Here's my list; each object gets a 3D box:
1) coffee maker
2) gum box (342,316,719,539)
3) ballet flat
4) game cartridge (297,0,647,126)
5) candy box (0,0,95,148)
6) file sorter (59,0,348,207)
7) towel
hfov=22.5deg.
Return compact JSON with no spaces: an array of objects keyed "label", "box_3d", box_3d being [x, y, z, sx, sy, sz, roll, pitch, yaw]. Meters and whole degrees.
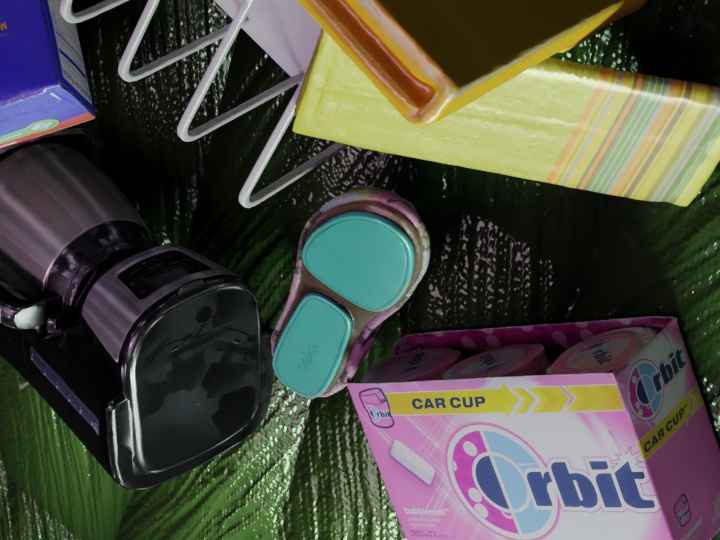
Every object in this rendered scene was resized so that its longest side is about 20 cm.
[{"label":"coffee maker","box_3d":[-0.148,0.035,1.109,0.200,0.135,0.192,40,164,36]},{"label":"gum box","box_3d":[0.091,0.094,0.983,0.200,0.066,0.114,-6,112,44]},{"label":"ballet flat","box_3d":[0.000,0.000,1.000,0.069,0.071,0.200,34,145,6]},{"label":"game cartridge","box_3d":[0.026,-0.158,0.785,0.176,0.200,0.032,49,128,8]},{"label":"candy box","box_3d":[-0.254,-0.161,1.022,0.169,0.077,0.200,-15,76,8]},{"label":"file sorter","box_3d":[-0.068,-0.156,0.930,0.200,0.124,0.139,46,136,11]},{"label":"towel","box_3d":[0.073,-0.074,0.831,0.200,0.018,0.086,10,146,-9]}]
